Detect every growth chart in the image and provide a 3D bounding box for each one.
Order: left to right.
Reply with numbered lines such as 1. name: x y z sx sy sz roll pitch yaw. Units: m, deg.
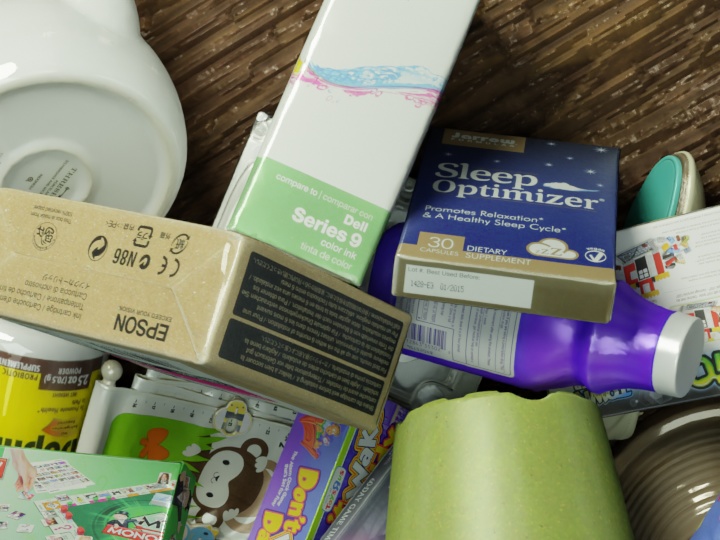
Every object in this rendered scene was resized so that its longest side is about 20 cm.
1. growth chart: -0.095 0.123 1.142 0.199 0.018 0.146 3 107 -19

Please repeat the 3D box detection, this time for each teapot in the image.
1. teapot: -0.209 -0.095 1.076 0.199 0.146 0.198 -18 136 -8

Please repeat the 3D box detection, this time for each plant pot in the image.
1. plant pot: 0.087 0.173 0.986 0.198 0.200 0.191 -5 72 8
2. plant pot: 0.242 0.187 1.109 0.199 0.093 0.202 1 104 6

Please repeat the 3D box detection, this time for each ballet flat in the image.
1. ballet flat: 0.184 0.023 1.098 0.069 0.070 0.201 23 107 1

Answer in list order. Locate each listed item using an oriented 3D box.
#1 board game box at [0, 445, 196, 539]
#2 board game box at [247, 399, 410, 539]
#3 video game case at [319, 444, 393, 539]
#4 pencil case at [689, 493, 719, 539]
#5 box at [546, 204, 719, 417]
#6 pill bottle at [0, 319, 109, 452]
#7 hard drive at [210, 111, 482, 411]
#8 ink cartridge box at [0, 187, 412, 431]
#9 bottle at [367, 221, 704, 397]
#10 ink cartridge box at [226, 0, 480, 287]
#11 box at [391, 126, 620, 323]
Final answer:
1. board game box: -0.207 0.173 1.033 0.198 0.029 0.135 3 63 17
2. board game box: -0.013 0.179 1.084 0.045 0.134 0.201 15 80 39
3. video game case: 0.023 0.202 1.045 0.019 0.200 0.143 -3 127 46
4. pencil case: 0.234 0.166 1.012 0.078 0.087 0.201 25 106 -11
5. box: 0.197 0.021 1.024 0.199 0.035 0.111 -13 88 30
6. pill bottle: -0.234 0.117 1.144 0.108 0.109 0.201 15 105 3
7. hard drive: 0.000 0.000 1.111 0.199 0.038 0.141 24 95 0
8. ink cartridge box: -0.098 0.022 0.982 0.199 0.164 0.076 11 79 39
9. bottle: 0.101 0.027 1.021 0.199 0.065 0.084 14 98 27
10. ink cartridge box: -0.002 -0.094 1.016 0.087 0.145 0.201 22 86 -1
11. box: 0.091 -0.039 1.018 0.120 0.200 0.033 7 119 5
